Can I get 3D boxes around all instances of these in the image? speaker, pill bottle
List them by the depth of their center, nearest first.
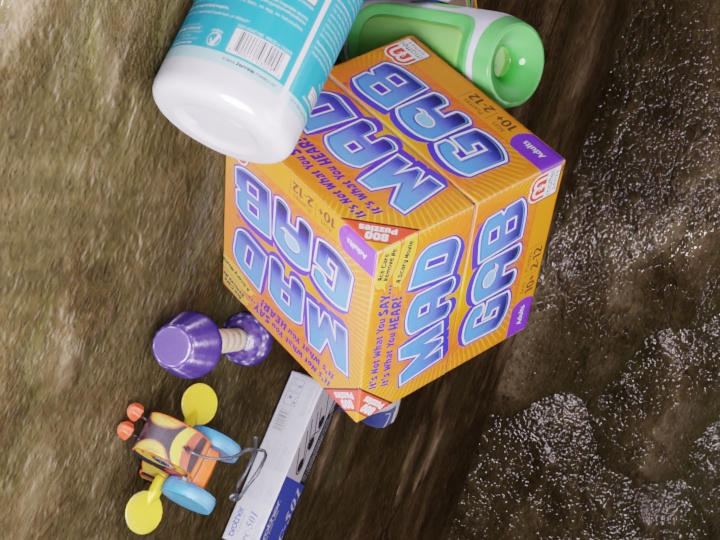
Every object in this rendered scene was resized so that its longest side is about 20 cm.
[{"bbox_3d":[-0.061,-0.186,1.086,0.111,0.110,0.201,72,40,-68],"label":"pill bottle"},{"bbox_3d":[0.069,-0.199,1.369,0.088,0.200,0.089,-15,113,-39],"label":"speaker"}]

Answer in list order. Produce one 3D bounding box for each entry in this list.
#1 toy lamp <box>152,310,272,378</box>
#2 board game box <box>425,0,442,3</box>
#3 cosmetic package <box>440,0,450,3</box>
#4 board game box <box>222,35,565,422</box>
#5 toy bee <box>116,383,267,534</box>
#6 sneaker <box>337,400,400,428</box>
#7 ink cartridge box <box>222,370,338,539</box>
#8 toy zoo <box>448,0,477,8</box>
[{"bbox_3d":[-0.128,0.063,1.299,0.200,0.058,0.058,9,101,-76],"label":"toy lamp"},{"bbox_3d":[0.033,-0.227,1.544,0.200,0.039,0.158,-61,153,-28],"label":"board game box"},{"bbox_3d":[0.104,-0.341,1.316,0.200,0.071,0.102,-41,-131,35],"label":"cosmetic package"},{"bbox_3d":[0.021,-0.039,1.285,0.199,0.200,0.201,-26,143,-30],"label":"board game box"},{"bbox_3d":[-0.154,0.146,1.270,0.200,0.108,0.131,-48,-165,46],"label":"toy bee"},{"bbox_3d":[-0.012,0.137,1.834,0.115,0.080,0.200,-56,154,-34],"label":"sneaker"},{"bbox_3d":[-0.087,0.220,1.703,0.094,0.044,0.201,55,57,-72],"label":"ink cartridge box"},{"bbox_3d":[0.112,-0.293,1.632,0.200,0.020,0.132,-84,166,-53],"label":"toy zoo"}]
